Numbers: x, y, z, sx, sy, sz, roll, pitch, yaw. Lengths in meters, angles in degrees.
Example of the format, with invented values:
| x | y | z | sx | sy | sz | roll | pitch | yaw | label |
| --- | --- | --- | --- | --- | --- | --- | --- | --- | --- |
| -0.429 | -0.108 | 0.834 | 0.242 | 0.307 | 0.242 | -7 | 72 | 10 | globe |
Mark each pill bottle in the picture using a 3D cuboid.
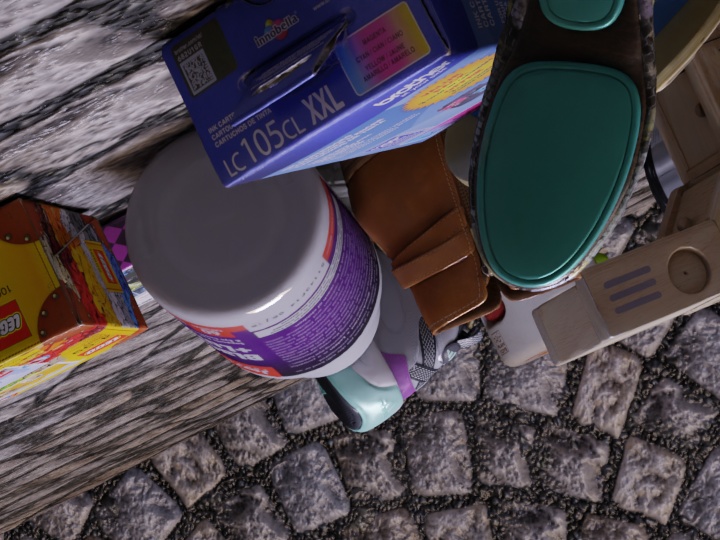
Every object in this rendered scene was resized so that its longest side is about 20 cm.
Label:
| x | y | z | sx | sy | sz | roll | pitch | yaw | label |
| --- | --- | --- | --- | --- | --- | --- | --- | --- | --- |
| -0.050 | -0.001 | 1.312 | 0.111 | 0.111 | 0.200 | -26 | 160 | 6 | pill bottle |

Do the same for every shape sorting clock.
| x | y | z | sx | sy | sz | roll | pitch | yaw | label |
| --- | --- | --- | --- | --- | --- | --- | --- | --- | --- |
| 0.119 | -0.115 | 1.145 | 0.200 | 0.039 | 0.200 | -36 | -159 | 16 | shape sorting clock |

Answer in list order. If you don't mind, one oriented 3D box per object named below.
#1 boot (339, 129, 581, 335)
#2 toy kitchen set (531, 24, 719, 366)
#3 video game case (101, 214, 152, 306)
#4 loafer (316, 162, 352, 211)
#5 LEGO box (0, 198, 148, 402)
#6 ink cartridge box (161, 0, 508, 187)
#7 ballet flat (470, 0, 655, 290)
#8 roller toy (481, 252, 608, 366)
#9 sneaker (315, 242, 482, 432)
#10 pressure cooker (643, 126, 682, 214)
| x | y | z | sx | sy | sz | roll | pitch | yaw | label |
| --- | --- | --- | --- | --- | --- | --- | --- | --- | --- |
| 0.090 | -0.067 | 1.288 | 0.200 | 0.155 | 0.077 | -25 | 167 | 0 | boot |
| 0.182 | -0.080 | 1.383 | 0.180 | 0.200 | 0.163 | -21 | 173 | -24 | toy kitchen set |
| -0.202 | 0.024 | 1.475 | 0.200 | 0.036 | 0.181 | -26 | 175 | 3 | video game case |
| 0.059 | -0.061 | 1.402 | 0.200 | 0.070 | 0.070 | 2 | 157 | 46 | loafer |
| -0.235 | 0.041 | 1.273 | 0.200 | 0.077 | 0.149 | -26 | 174 | 7 | LEGO box |
| 0.009 | -0.104 | 1.034 | 0.136 | 0.076 | 0.200 | -29 | 172 | 34 | ink cartridge box |
| 0.090 | -0.093 | 0.953 | 0.072 | 0.200 | 0.072 | 8 | -166 | -2 | ballet flat |
| 0.264 | 0.055 | 3.332 | 0.200 | 0.140 | 0.182 | -28 | 173 | 23 | roller toy |
| 0.000 | 0.000 | 1.476 | 0.140 | 0.200 | 0.078 | -33 | 148 | -14 | sneaker |
| 0.362 | -0.115 | 1.996 | 0.179 | 0.176 | 0.200 | -16 | 169 | -42 | pressure cooker |
